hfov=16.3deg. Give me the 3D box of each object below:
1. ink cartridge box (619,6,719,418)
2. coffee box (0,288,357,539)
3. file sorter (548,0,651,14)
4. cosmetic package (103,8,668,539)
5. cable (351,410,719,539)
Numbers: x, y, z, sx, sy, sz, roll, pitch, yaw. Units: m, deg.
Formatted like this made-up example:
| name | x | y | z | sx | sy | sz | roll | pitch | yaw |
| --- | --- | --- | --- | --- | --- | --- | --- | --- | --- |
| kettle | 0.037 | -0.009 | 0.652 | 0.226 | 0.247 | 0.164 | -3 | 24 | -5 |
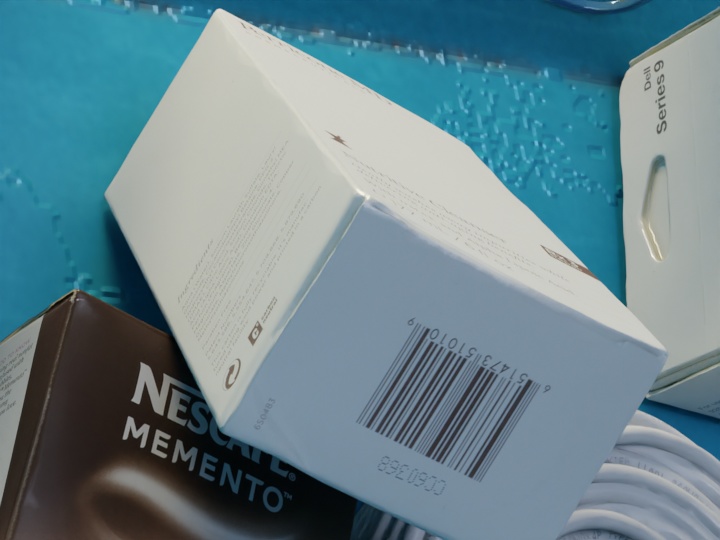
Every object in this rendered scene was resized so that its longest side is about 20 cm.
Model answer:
| name | x | y | z | sx | sy | sz | roll | pitch | yaw |
| --- | --- | --- | --- | --- | --- | --- | --- | --- | --- |
| ink cartridge box | 0.205 | -0.008 | 1.001 | 0.199 | 0.087 | 0.146 | 15 | 62 | -30 |
| coffee box | -0.077 | 0.124 | 0.725 | 0.113 | 0.080 | 0.201 | 27 | 55 | -25 |
| file sorter | 0.085 | -0.220 | 0.981 | 0.138 | 0.122 | 0.202 | 16 | 61 | -31 |
| cosmetic package | 0.000 | 0.000 | 0.768 | 0.112 | 0.081 | 0.200 | 27 | 12 | -24 |
| cable | 0.075 | 0.144 | 0.844 | 0.200 | 0.069 | 0.200 | 44 | 49 | -14 |
